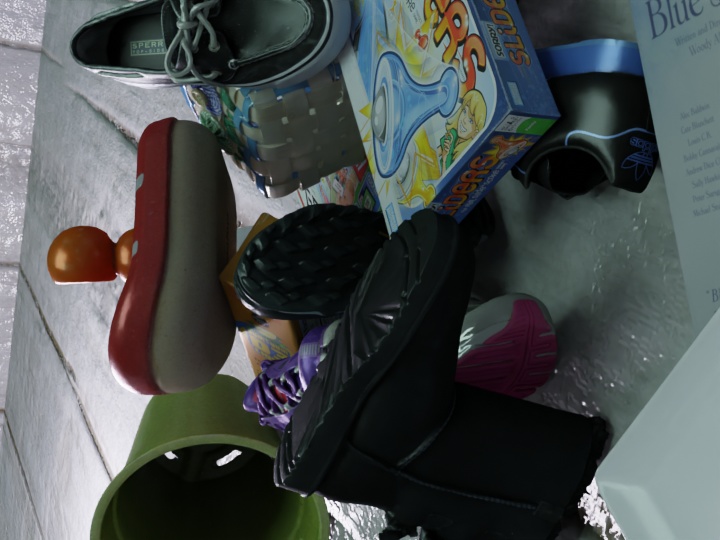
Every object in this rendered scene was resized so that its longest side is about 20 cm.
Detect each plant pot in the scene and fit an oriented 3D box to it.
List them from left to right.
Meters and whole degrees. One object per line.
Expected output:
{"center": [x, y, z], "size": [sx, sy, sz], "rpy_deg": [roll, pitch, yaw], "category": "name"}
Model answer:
{"center": [-0.137, 0.187, 1.049], "size": [0.190, 0.200, 0.200], "rpy_deg": [-110, 31, -65], "category": "plant pot"}

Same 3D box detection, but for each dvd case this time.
{"center": [0.184, -0.065, 0.512], "size": [0.143, 0.018, 0.200], "rpy_deg": [-23, 74, 63], "category": "dvd case"}

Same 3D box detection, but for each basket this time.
{"center": [-0.075, -0.173, 0.876], "size": [0.176, 0.139, 0.200], "rpy_deg": [85, 164, -59], "category": "basket"}

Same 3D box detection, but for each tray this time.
{"center": [0.176, 0.081, 0.516], "size": [0.107, 0.022, 0.200], "rpy_deg": [64, 147, 34], "category": "tray"}

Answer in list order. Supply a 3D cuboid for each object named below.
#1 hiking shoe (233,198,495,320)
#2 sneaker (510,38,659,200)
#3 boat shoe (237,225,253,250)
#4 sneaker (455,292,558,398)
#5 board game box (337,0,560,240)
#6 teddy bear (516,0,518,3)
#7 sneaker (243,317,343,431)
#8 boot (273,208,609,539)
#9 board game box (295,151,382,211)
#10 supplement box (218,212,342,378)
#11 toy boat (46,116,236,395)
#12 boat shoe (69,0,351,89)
{"center": [0.000, 0.000, 0.736], "size": [0.074, 0.200, 0.087], "rpy_deg": [60, 140, 17], "category": "hiking shoe"}
{"center": [0.100, -0.081, 0.671], "size": [0.200, 0.070, 0.078], "rpy_deg": [4, 83, 64], "category": "sneaker"}
{"center": [-0.060, 0.000, 0.959], "size": [0.200, 0.071, 0.064], "rpy_deg": [6, 125, 58], "category": "boat shoe"}
{"center": [0.052, 0.048, 0.743], "size": [0.200, 0.081, 0.088], "rpy_deg": [-40, 52, 57], "category": "sneaker"}
{"center": [0.038, -0.134, 0.685], "size": [0.135, 0.034, 0.200], "rpy_deg": [-49, 48, 48], "category": "board game box"}
{"center": [0.054, -0.181, 0.809], "size": [0.200, 0.067, 0.145], "rpy_deg": [152, 128, -69], "category": "teddy bear"}
{"center": [-0.035, 0.083, 0.751], "size": [0.200, 0.083, 0.081], "rpy_deg": [105, 168, -71], "category": "sneaker"}
{"center": [0.060, 0.075, 0.631], "size": [0.198, 0.162, 0.073], "rpy_deg": [-61, 17, 26], "category": "boot"}
{"center": [-0.010, -0.082, 0.961], "size": [0.200, 0.029, 0.135], "rpy_deg": [-113, 35, -44], "category": "board game box"}
{"center": [-0.048, 0.044, 0.862], "size": [0.069, 0.066, 0.200], "rpy_deg": [-54, -22, -25], "category": "supplement box"}
{"center": [-0.160, -0.008, 0.830], "size": [0.131, 0.130, 0.200], "rpy_deg": [80, -174, -60], "category": "toy boat"}
{"center": [-0.103, -0.156, 0.755], "size": [0.199, 0.068, 0.074], "rpy_deg": [5, 96, 30], "category": "boat shoe"}
